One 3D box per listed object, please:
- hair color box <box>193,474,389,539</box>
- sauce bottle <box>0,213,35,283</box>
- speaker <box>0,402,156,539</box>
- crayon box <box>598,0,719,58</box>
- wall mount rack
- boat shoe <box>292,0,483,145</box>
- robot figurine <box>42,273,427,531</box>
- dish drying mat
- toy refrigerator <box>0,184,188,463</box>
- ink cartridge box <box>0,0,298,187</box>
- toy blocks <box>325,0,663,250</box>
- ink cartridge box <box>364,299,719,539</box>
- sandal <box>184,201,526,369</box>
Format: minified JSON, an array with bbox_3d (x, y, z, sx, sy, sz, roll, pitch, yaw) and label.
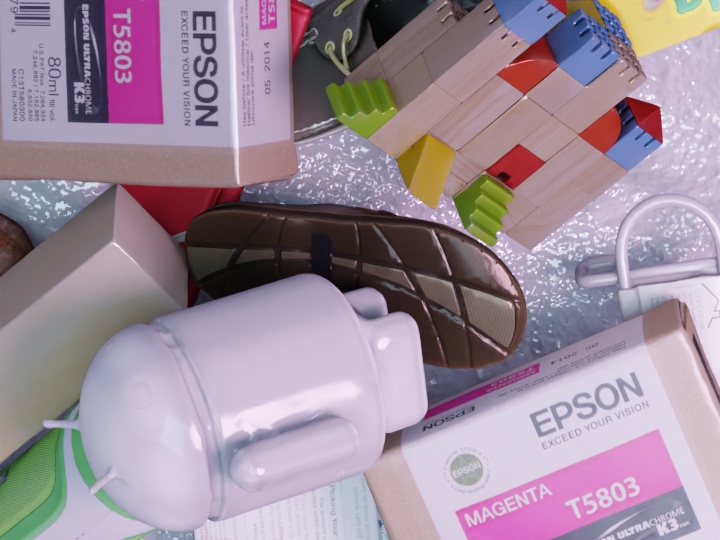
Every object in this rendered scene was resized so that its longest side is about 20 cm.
[{"bbox_3d":[0.002,0.151,1.653,0.199,0.061,0.100,-4,100,3],"label":"hair color box"},{"bbox_3d":[-0.242,-0.016,1.631,0.200,0.066,0.066,32,100,-7],"label":"sauce bottle"},{"bbox_3d":[-0.175,0.140,1.603,0.088,0.088,0.200,47,133,-6],"label":"speaker"},{"bbox_3d":[0.206,-0.233,1.577,0.199,0.058,0.173,-20,98,6],"label":"crayon box"},{"bbox_3d":[0.219,0.044,1.623,0.173,0.075,0.201,-9,101,7],"label":"wall mount rack"},{"bbox_3d":[0.013,-0.133,1.600,0.201,0.060,0.072,-31,97,10],"label":"boat shoe"},{"bbox_3d":[-0.064,0.071,1.489,0.199,0.170,0.113,-16,112,-20],"label":"robot figurine"},{"bbox_3d":[-0.094,-0.077,1.618,0.077,0.018,0.201,31,109,25],"label":"dish drying mat"},{"bbox_3d":[-0.190,0.048,1.588,0.200,0.076,0.070,-38,113,14],"label":"toy refrigerator"},{"bbox_3d":[-0.125,-0.149,1.570,0.164,0.075,0.201,2,98,26],"label":"ink cartridge box"},{"bbox_3d":[0.093,-0.098,1.540,0.137,0.100,0.200,-39,135,20],"label":"toy blocks"},{"bbox_3d":[0.121,0.134,1.566,0.199,0.075,0.165,-24,99,10],"label":"ink cartridge box"},{"bbox_3d":[0.000,0.000,1.570,0.199,0.055,0.082,9,111,16],"label":"sandal"}]
